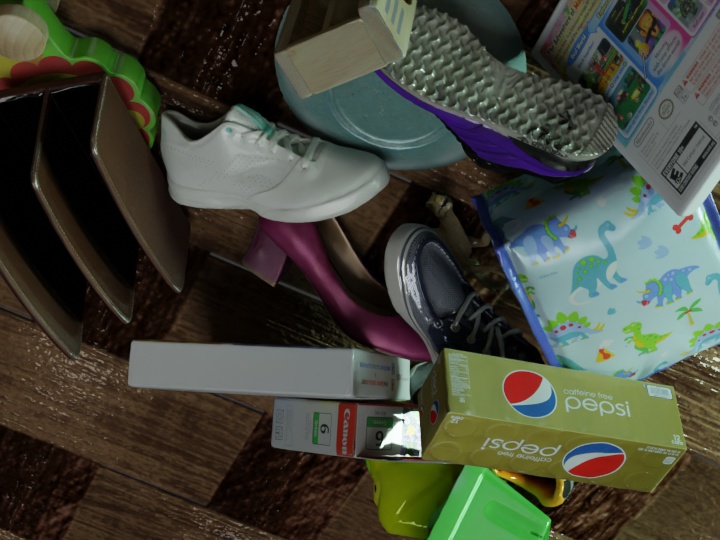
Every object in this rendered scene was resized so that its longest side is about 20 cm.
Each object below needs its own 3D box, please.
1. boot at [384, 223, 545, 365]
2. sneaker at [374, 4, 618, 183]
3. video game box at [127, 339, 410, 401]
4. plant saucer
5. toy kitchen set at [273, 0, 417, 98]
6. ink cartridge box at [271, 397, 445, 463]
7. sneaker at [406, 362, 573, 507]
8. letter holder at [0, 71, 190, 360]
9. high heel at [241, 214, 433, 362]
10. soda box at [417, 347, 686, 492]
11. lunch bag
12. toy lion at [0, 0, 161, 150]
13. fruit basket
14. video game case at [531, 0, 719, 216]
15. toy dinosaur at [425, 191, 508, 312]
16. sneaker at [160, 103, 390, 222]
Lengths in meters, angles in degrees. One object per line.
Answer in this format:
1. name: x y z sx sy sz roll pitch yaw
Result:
1. boot: 0.095 0.044 1.175 0.090 0.073 0.200 10 142 41
2. sneaker: 0.084 -0.119 1.069 0.200 0.070 0.100 29 159 2
3. video game box: -0.073 0.088 1.259 0.199 0.047 0.182 2 172 16
4. plant saucer: 0.028 -0.148 1.124 0.200 0.039 0.201 5 132 5
5. toy kitchen set: -0.004 -0.263 0.936 0.163 0.181 0.200 -19 123 23
6. ink cartridge box: 0.019 0.141 1.280 0.109 0.051 0.200 7 173 -36
7. sneaker: 0.126 0.148 1.339 0.200 0.077 0.078 29 131 -13
8. letter holder: -0.220 -0.034 1.154 0.100 0.142 0.200 -8 143 11
9. high heel: 0.000 0.000 1.219 0.200 0.067 0.096 28 115 -2
10. soda box: 0.148 0.119 1.132 0.199 0.064 0.068 11 138 -13
11. lunch bag: 0.206 0.002 1.145 0.170 0.128 0.200 -26 116 7
12. toy lion: -0.272 -0.142 1.174 0.200 0.069 0.192 -14 134 21
13. fruit basket: 0.073 0.245 1.359 0.215 0.156 0.216 25 158 11
14. video game case: 0.220 -0.170 1.002 0.024 0.182 0.200 -14 145 -38
15. toy dinosaur: 0.077 0.003 1.250 0.101 0.058 0.200 26 136 9
16. sneaker: -0.076 -0.094 1.155 0.200 0.075 0.089 4 124 23
